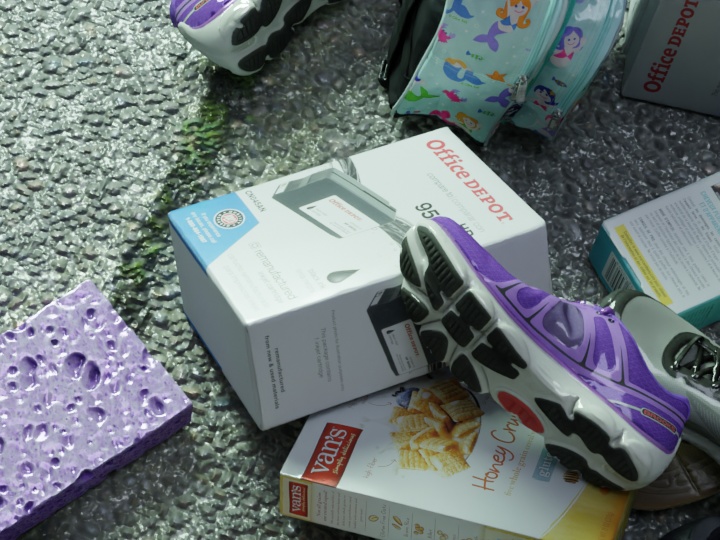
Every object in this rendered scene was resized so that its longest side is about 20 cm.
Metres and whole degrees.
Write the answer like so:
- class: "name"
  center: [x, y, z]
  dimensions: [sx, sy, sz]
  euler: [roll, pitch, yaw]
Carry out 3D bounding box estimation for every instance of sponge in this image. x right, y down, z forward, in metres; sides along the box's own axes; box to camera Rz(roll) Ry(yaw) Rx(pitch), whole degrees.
- class: "sponge"
  center: [-0.215, 0.100, 1.270]
  dimensions: [0.200, 0.030, 0.112]
  euler: [-33, 70, -22]

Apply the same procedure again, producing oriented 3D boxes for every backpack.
- class: "backpack"
  center: [0.101, -0.192, 1.371]
  dimensions: [0.150, 0.200, 0.178]
  euler: [15, 60, 1]

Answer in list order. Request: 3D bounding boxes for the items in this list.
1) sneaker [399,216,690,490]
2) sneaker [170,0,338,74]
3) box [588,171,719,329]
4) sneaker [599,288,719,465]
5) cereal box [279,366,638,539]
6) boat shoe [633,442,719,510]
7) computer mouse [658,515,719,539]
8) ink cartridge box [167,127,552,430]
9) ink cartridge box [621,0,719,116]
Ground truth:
- class: "sneaker"
  center: [0.105, 0.040, 1.202]
  dimensions: [0.200, 0.081, 0.083]
  euler: [43, 59, -1]
- class: "sneaker"
  center: [-0.052, -0.222, 1.433]
  dimensions: [0.083, 0.081, 0.200]
  euler: [34, 59, 25]
- class: "box"
  center: [0.259, -0.025, 1.386]
  dimensions: [0.200, 0.049, 0.082]
  euler: [-22, 67, -18]
- class: "sneaker"
  center: [0.224, 0.079, 1.236]
  dimensions: [0.200, 0.079, 0.074]
  euler: [43, 49, 5]
- class: "cereal box"
  center: [0.067, 0.112, 1.246]
  dimensions: [0.200, 0.040, 0.144]
  euler: [13, 38, 13]
- class: "boat shoe"
  center: [0.242, 0.086, 1.318]
  dimensions: [0.200, 0.065, 0.072]
  euler: [-36, 80, -4]
- class: "computer mouse"
  center: [0.171, 0.227, 1.214]
  dimensions: [0.053, 0.139, 0.200]
  euler: [-3, 43, 35]
- class: "ink cartridge box"
  center: [0.000, 0.000, 1.290]
  dimensions: [0.200, 0.084, 0.145]
  euler: [-18, 36, -17]
- class: "ink cartridge box"
  center: [0.296, -0.195, 1.428]
  dimensions: [0.200, 0.147, 0.146]
  euler: [12, 61, -1]
